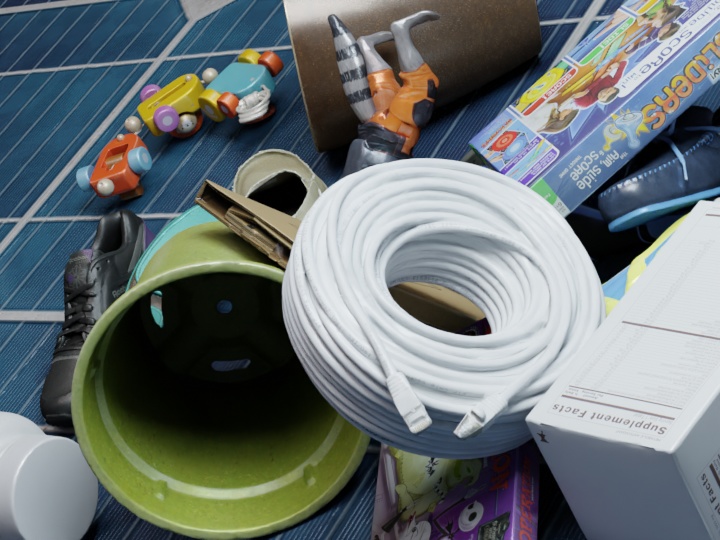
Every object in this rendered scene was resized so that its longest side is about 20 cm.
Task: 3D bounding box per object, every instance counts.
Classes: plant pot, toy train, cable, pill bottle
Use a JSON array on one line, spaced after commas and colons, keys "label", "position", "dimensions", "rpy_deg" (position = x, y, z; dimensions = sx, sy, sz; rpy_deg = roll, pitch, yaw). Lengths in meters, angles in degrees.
[{"label": "plant pot", "position": [-0.093, 0.055, 1.431], "dimensions": [0.200, 0.201, 0.184], "rpy_deg": [-25, 20, 7]}, {"label": "plant pot", "position": [0.044, -0.207, 1.704], "dimensions": [0.200, 0.187, 0.187], "rpy_deg": [-11, 33, 3]}, {"label": "toy train", "position": [-0.150, -0.121, 1.837], "dimensions": [0.200, 0.056, 0.150], "rpy_deg": [-20, 34, 21]}, {"label": "cable", "position": [0.052, 0.021, 1.260], "dimensions": [0.200, 0.069, 0.200], "rpy_deg": [-21, 59, -33]}, {"label": "pill bottle", "position": [-0.289, 0.156, 1.494], "dimensions": [0.200, 0.112, 0.112], "rpy_deg": [0, 42, 40]}]

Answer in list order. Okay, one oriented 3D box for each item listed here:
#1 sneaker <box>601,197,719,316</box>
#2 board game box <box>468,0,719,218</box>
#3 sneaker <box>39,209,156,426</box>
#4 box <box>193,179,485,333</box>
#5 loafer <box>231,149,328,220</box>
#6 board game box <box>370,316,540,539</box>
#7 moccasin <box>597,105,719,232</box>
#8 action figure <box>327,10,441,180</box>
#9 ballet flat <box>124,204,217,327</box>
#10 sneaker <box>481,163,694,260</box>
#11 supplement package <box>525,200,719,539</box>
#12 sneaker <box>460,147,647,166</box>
[{"label": "sneaker", "position": [0.171, 0.021, 1.352], "dimensions": [0.105, 0.076, 0.200], "rpy_deg": [13, 52, 49]}, {"label": "board game box", "position": [0.173, -0.124, 1.383], "dimensions": [0.200, 0.034, 0.135], "rpy_deg": [-41, 22, 3]}, {"label": "sneaker", "position": [-0.217, 0.033, 1.633], "dimensions": [0.076, 0.088, 0.200], "rpy_deg": [-10, 37, 29]}, {"label": "box", "position": [0.000, 0.000, 1.420], "dimensions": [0.163, 0.200, 0.021], "rpy_deg": [34, 100, 55]}, {"label": "loafer", "position": [-0.061, -0.053, 1.649], "dimensions": [0.076, 0.068, 0.200], "rpy_deg": [-29, 31, 0]}, {"label": "board game box", "position": [0.061, 0.118, 1.297], "dimensions": [0.120, 0.032, 0.200], "rpy_deg": [-26, 37, 29]}, {"label": "moccasin", "position": [0.218, -0.078, 1.396], "dimensions": [0.080, 0.068, 0.200], "rpy_deg": [-21, 2, 41]}, {"label": "action figure", "position": [0.006, -0.091, 1.572], "dimensions": [0.104, 0.194, 0.200], "rpy_deg": [6, -4, -28]}, {"label": "ballet flat", "position": [-0.153, 0.036, 1.590], "dimensions": [0.067, 0.070, 0.200], "rpy_deg": [22, 60, 14]}, {"label": "sneaker", "position": [0.140, -0.029, 1.465], "dimensions": [0.200, 0.078, 0.070], "rpy_deg": [3, 36, 9]}, {"label": "supplement package", "position": [0.210, 0.067, 1.221], "dimensions": [0.114, 0.110, 0.200], "rpy_deg": [10, 49, 46]}, {"label": "sneaker", "position": [0.167, -0.103, 1.542], "dimensions": [0.199, 0.076, 0.114], "rpy_deg": [-31, 5, 30]}]
